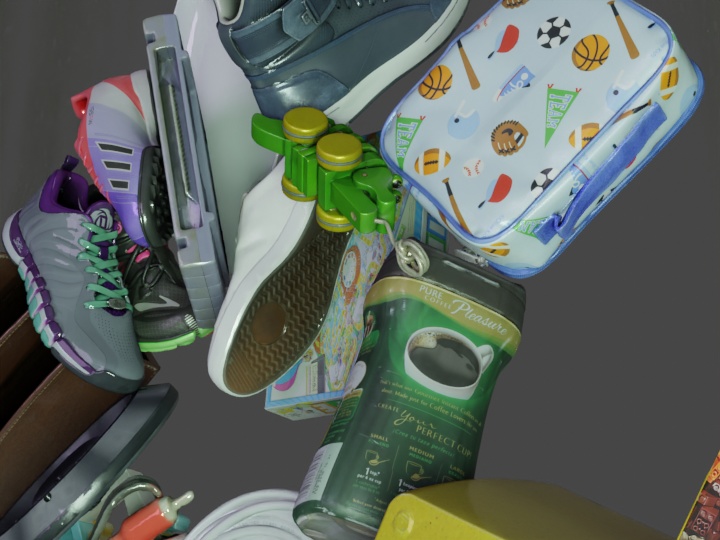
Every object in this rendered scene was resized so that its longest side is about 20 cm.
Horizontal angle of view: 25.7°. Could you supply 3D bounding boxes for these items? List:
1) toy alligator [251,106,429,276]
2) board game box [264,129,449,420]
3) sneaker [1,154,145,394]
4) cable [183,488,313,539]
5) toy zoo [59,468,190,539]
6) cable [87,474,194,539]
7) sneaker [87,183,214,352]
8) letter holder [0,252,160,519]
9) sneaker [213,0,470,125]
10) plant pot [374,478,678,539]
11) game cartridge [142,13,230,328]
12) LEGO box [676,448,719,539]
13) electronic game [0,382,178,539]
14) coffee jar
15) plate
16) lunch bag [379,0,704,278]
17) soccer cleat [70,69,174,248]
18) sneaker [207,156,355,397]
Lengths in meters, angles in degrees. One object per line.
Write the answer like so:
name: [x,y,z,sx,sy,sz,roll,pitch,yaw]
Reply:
toy alligator: [0.000,-0.057,1.032,0.200,0.054,0.060,40,141,40]
board game box: [0.000,0.000,1.132,0.134,0.034,0.201,-11,64,37]
sneaker: [-0.208,0.000,1.189,0.088,0.074,0.200,-53,53,22]
cable: [-0.058,0.248,1.043,0.200,0.069,0.201,31,91,39]
toy zoo: [-0.205,0.244,1.213,0.200,0.020,0.132,-39,51,22]
cable: [-0.194,0.220,1.132,0.199,0.097,0.050,-28,7,-3]
sneaker: [-0.180,-0.004,1.247,0.077,0.084,0.200,-26,43,-24]
letter holder: [-0.286,0.102,1.263,0.200,0.142,0.101,-50,47,12]
sneaker: [-0.015,-0.198,1.115,0.202,0.147,0.077,-45,27,-25]
plant pot: [0.090,0.220,0.857,0.200,0.176,0.201,19,85,45]
game cartridge: [-0.125,-0.070,1.160,0.038,0.130,0.201,-11,68,0]
LEGO box: [0.227,0.159,0.747,0.077,0.200,0.150,24,88,45]
electronic game: [-0.209,0.159,1.171,0.200,0.042,0.200,-43,8,8]
coffee jar: [0.035,0.083,0.995,0.085,0.104,0.201,134,158,-64]
plate: [-0.107,-0.115,1.250,0.200,0.032,0.201,29,105,49]
lunch bag: [0.117,-0.095,1.030,0.200,0.076,0.160,-48,51,3]
soccer cleat: [-0.184,-0.082,1.213,0.073,0.068,0.200,-12,42,-1]
sneaker: [-0.061,-0.004,1.120,0.084,0.073,0.201,11,68,46]
